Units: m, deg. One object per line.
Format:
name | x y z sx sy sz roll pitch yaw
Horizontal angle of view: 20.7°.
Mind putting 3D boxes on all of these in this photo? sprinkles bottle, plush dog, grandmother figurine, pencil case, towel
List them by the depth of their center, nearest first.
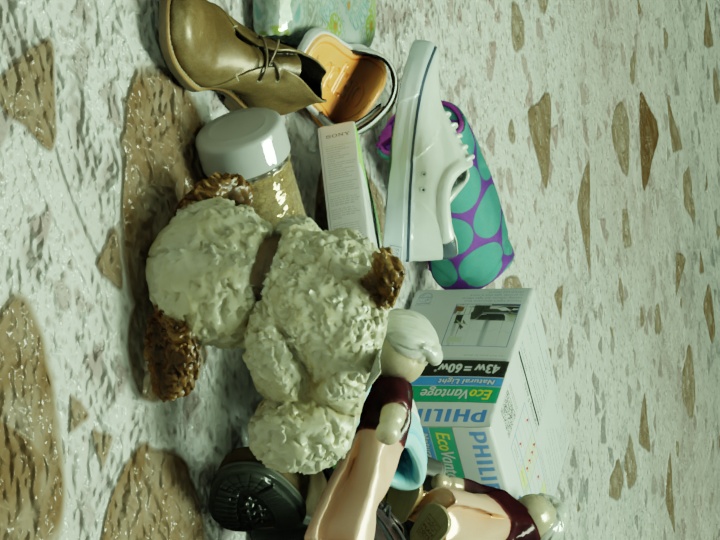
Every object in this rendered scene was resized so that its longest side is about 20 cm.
plush dog | -0.066 0.017 1.365 0.161 0.170 0.201 112 -8 -58
grandmother figurine | 0.012 0.122 1.441 0.121 0.060 0.201 139 -30 -67
sprinkles bottle | -0.068 -0.021 1.494 0.068 0.068 0.201 -63 144 -53
towel | -0.039 -0.272 1.634 0.200 0.048 0.173 -2 88 -69
grandmother figurine | 0.111 0.210 1.666 0.199 0.061 0.122 9 40 -51
pencil case | 0.080 -0.069 1.854 0.201 0.092 0.086 66 32 -43

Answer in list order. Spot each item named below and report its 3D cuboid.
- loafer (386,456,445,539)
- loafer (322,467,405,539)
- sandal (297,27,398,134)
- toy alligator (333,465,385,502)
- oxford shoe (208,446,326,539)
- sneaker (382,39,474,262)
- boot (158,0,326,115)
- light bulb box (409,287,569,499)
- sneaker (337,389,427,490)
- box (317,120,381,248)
loafer | 0.039 0.176 1.717 0.073 0.072 0.201 -103 177 -50
loafer | 0.012 0.220 1.525 0.200 0.062 0.072 -116 -151 -60
sandal | -0.006 -0.147 1.637 0.080 0.059 0.207 -63 164 5
toy alligator | -0.016 0.180 1.634 0.054 0.059 0.202 -11 93 -25
oxford shoe | -0.069 0.155 1.473 0.200 0.072 0.085 64 26 -70
sneaker | 0.060 -0.098 1.662 0.073 0.070 0.202 100 -4 -72
boot | -0.086 -0.162 1.460 0.200 0.075 0.074 27 64 -65
light bulb box | 0.105 0.153 1.843 0.201 0.124 0.199 -65 147 -49
sneaker | -0.002 0.120 1.524 0.200 0.074 0.082 27 33 -51
box | 0.000 0.000 1.617 0.145 0.036 0.201 75 8 -56
